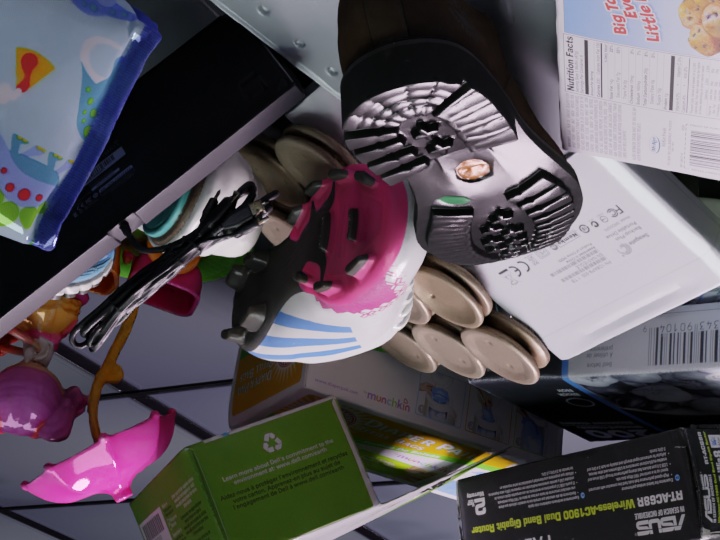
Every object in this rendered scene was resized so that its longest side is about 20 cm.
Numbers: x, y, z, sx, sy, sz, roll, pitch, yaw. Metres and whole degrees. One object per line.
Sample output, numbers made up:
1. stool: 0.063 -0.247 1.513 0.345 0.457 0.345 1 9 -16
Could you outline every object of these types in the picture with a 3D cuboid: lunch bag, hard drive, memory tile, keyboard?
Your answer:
1. lunch bag: -0.202 -0.108 0.602 0.169 0.128 0.200 26 -171 -31
2. hard drive: 0.073 -0.045 0.699 0.200 0.027 0.132 40 141 -14
3. memory tile: 0.005 -0.007 0.786 0.200 0.017 0.153 45 159 -22
4. keyboard: -0.107 -0.024 0.633 0.200 0.127 0.021 -38 138 2

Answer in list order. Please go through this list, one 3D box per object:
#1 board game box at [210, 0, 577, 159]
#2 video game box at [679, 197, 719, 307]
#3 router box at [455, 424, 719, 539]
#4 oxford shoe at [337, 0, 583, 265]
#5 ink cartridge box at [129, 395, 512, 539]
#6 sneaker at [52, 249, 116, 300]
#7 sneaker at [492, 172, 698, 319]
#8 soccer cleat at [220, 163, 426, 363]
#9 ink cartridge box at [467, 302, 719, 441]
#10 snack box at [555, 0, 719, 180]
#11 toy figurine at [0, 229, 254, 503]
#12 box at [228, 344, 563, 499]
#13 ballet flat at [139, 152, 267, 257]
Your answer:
1. board game box: 0.035 -0.126 0.569 0.199 0.026 0.200 36 146 -15
2. video game box: 0.263 0.020 0.815 0.180 0.047 0.200 4 162 4
3. router box: 0.175 0.139 0.851 0.149 0.063 0.199 4 162 -36
4. oxford shoe: 0.043 -0.062 0.573 0.072 0.085 0.200 -15 154 11
5. ink cartridge box: -0.028 0.131 0.897 0.199 0.076 0.148 -18 167 -29
6. sneaker: -0.194 -0.045 0.726 0.078 0.091 0.199 27 -175 37
7. sneaker: 0.093 -0.024 0.791 0.079 0.076 0.200 33 139 -20
8. soccer cleat: 0.000 0.000 0.708 0.086 0.071 0.200 11 161 -24
9. ink cartridge box: 0.199 0.072 0.863 0.197 0.044 0.199 -8 157 41
10. snack box: 0.104 -0.111 0.496 0.071 0.024 0.201 14 146 20
11. toy figurine: -0.175 0.045 0.856 0.198 0.186 0.150 15 153 -13
12. box: 0.027 0.073 0.950 0.199 0.102 0.112 20 152 -24
13. ballet flat: -0.082 -0.037 0.738 0.069 0.070 0.200 18 179 -20
